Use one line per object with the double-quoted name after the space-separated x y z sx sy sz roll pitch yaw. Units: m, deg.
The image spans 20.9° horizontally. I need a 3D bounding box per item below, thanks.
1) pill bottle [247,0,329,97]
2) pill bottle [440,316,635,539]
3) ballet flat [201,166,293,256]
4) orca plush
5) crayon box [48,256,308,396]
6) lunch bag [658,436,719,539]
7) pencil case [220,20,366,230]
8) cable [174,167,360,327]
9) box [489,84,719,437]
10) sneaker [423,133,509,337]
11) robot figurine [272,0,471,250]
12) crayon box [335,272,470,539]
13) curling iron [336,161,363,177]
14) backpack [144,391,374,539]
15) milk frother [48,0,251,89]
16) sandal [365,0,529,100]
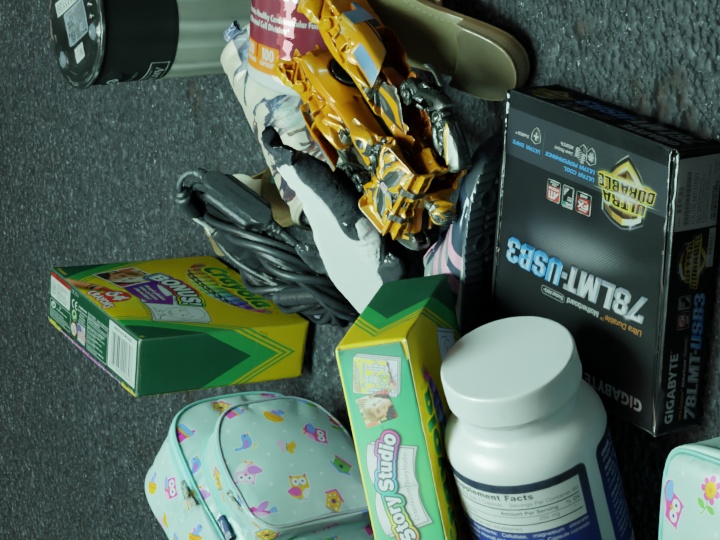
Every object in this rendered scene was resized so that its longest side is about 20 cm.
-0.031 -0.250 1.576 0.114 0.113 0.202 34 125 52 "pill bottle"
0.122 0.140 1.350 0.115 0.115 0.202 32 145 52 "pill bottle"
-0.109 -0.060 1.785 0.199 0.072 0.069 -15 60 60 "ballet flat"
-0.008 -0.045 1.565 0.200 0.071 0.105 48 148 -19 "orca plush"
-0.171 0.046 1.807 0.200 0.171 0.059 32 121 52 "crayon box"
0.270 0.186 1.206 0.199 0.076 0.162 18 110 57 "lunch bag"
-0.054 -0.130 1.679 0.090 0.077 0.201 110 141 -54 "pencil case"
-0.077 -0.004 1.694 0.199 0.051 0.164 35 161 21 "cable"
0.167 -0.012 1.365 0.200 0.049 0.201 30 121 54 "box"
0.079 -0.019 1.487 0.082 0.070 0.202 37 126 45 "sneaker"
0.010 -0.111 1.464 0.201 0.058 0.146 58 145 26 "robot figurine"
0.044 0.123 1.402 0.173 0.058 0.202 -53 -47 -72 "crayon box"
0.000 0.000 1.623 0.026 0.049 0.202 -108 2 -64 "curling iron"
-0.088 0.195 1.711 0.200 0.174 0.154 49 134 37 "backpack"
-0.193 -0.271 1.773 0.180 0.186 0.203 7 102 57 "milk frother"
0.049 -0.200 1.499 0.211 0.070 0.078 30 134 22 "sandal"
